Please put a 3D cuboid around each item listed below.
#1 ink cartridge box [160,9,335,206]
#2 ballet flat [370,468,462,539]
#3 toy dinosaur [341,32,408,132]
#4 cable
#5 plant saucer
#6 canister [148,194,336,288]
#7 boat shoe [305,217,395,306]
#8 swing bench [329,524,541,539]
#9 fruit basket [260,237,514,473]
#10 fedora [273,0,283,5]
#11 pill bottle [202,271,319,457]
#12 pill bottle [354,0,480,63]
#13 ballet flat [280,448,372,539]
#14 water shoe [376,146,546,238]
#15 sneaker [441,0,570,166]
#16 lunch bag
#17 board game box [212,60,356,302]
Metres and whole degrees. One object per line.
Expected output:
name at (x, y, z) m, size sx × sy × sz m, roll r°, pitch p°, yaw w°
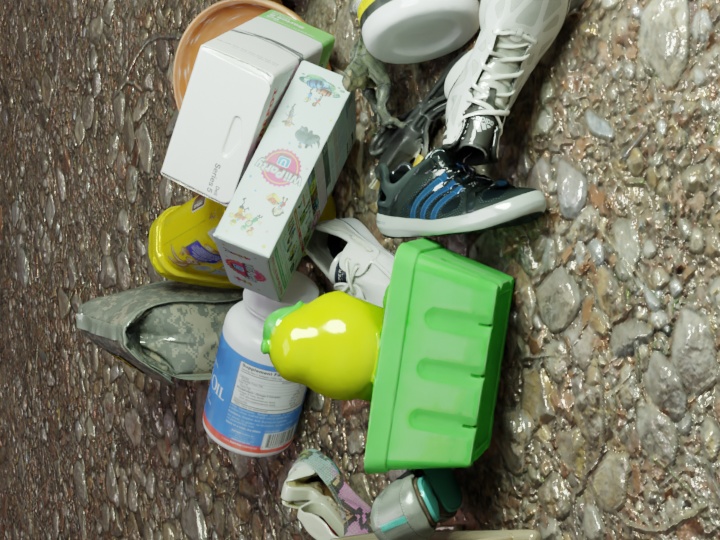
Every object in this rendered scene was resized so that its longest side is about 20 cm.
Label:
ink cartridge box at (-0.112, -0.170, 1.397) m, size 0.084 × 0.200 × 0.146 m, roll 25°, pitch 115°, yaw 8°
ballet flat at (0.045, 0.206, 1.224) m, size 0.068 × 0.063 × 0.200 m, roll 63°, pitch -171°, yaw 7°
toy dinosaur at (0.012, -0.179, 1.302) m, size 0.200 × 0.047 × 0.089 m, roll -70°, pitch -40°, yaw -64°
cable at (0.066, -0.139, 1.321) m, size 0.200 × 0.050 × 0.098 m, roll -51°, pitch 32°, yaw 33°
plant saucer at (-0.116, -0.206, 1.526) m, size 0.199 × 0.037 × 0.202 m, roll 8°, pitch 110°, yaw 22°
canister at (-0.134, -0.045, 1.544) m, size 0.200 × 0.148 × 0.087 m, roll -22°, pitch 64°, yaw 56°
boat shoe at (0.000, 0.000, 1.395) m, size 0.200 × 0.065 × 0.072 m, roll 48°, pitch 132°, yaw 48°
swing bench at (0.073, 0.340, 1.237) m, size 0.200 × 0.129 × 0.201 m, roll 163°, pitch 102°, yaw -64°
fruit basket at (0.021, 0.071, 1.205) m, size 0.214 × 0.155 × 0.218 m, roll 1°, pitch 94°, yaw 16°
fedora at (-0.149, -0.243, 1.619) m, size 0.200 × 0.081 × 0.203 m, roll 5°, pitch 96°, yaw 60°
pill bottle at (-0.108, 0.100, 1.543) m, size 0.112 × 0.111 × 0.201 m, roll 48°, pitch 131°, yaw 47°
pill bottle at (0.038, -0.305, 1.265) m, size 0.112 × 0.112 × 0.202 m, roll -38°, pitch 60°, yaw 54°
ballet flat at (-0.042, 0.252, 1.478) m, size 0.200 × 0.071 × 0.070 m, roll 38°, pitch 125°, yaw 53°
water shoe at (0.080, -0.072, 1.223) m, size 0.199 × 0.071 × 0.080 m, roll -4°, pitch 94°, yaw 49°
sneaker at (0.122, -0.158, 1.135) m, size 0.201 × 0.075 × 0.116 m, roll 117°, pitch 163°, yaw -53°
lunch bag at (-0.235, 0.074, 1.672) m, size 0.164 × 0.199 × 0.119 m, roll 12°, pitch 102°, yaw 58°
board game box at (-0.071, -0.087, 1.370) m, size 0.148 × 0.064 × 0.201 m, roll 87°, pitch -154°, yaw -72°
